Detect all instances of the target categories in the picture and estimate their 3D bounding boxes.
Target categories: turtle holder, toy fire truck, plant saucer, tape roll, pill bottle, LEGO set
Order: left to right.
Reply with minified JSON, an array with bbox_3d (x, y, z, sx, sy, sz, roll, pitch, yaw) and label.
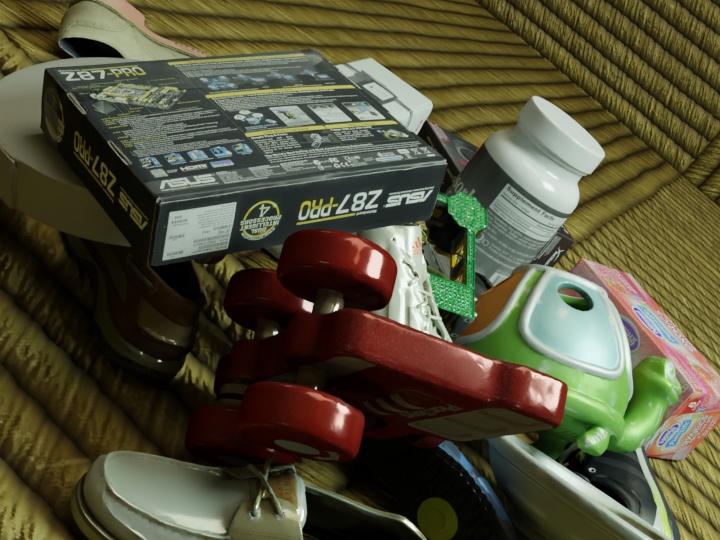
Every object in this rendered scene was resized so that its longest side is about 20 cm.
[{"bbox_3d":[-0.148,-0.083,0.735,0.201,0.037,0.203,10,33,-7],"label":"tape roll"},{"bbox_3d":[0.000,0.000,0.873,0.198,0.116,0.155,12,51,-22],"label":"LEGO set"},{"bbox_3d":[0.001,0.069,0.649,0.167,0.200,0.113,23,67,-21],"label":"toy fire truck"},{"bbox_3d":[0.151,-0.070,1.137,0.115,0.200,0.116,32,22,-15],"label":"pill bottle"},{"bbox_3d":[0.160,0.075,0.870,0.184,0.133,0.141,13,-16,15],"label":"turtle holder"},{"bbox_3d":[0.161,0.182,0.768,0.199,0.050,0.200,33,-1,0],"label":"plant saucer"}]

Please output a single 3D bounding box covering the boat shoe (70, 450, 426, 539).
[{"bbox_3d":[-0.054,0.135,0.600,0.199,0.069,0.075,25,28,-27],"label":"boat shoe"}]

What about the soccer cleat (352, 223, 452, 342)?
[{"bbox_3d":[0.023,0.012,0.748,0.201,0.077,0.069,53,8,4],"label":"soccer cleat"}]

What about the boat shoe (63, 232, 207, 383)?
[{"bbox_3d":[-0.143,-0.015,0.746,0.075,0.074,0.201,19,29,-39],"label":"boat shoe"}]

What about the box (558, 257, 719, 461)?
[{"bbox_3d":[0.284,0.092,1.169,0.102,0.095,0.201,15,32,-43],"label":"box"}]

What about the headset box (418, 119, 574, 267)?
[{"bbox_3d":[0.136,-0.084,1.309,0.199,0.075,0.149,23,27,-34],"label":"headset box"}]

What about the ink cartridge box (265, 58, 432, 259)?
[{"bbox_3d":[-0.025,-0.105,1.009,0.083,0.146,0.200,36,22,7],"label":"ink cartridge box"}]

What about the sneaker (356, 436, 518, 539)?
[{"bbox_3d":[0.046,0.131,0.766,0.200,0.066,0.078,46,21,19],"label":"sneaker"}]

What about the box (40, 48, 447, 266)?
[{"bbox_3d":[-0.072,-0.078,0.677,0.199,0.049,0.161,-12,43,-35],"label":"box"}]

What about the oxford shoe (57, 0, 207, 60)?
[{"bbox_3d":[-0.190,-0.173,1.022,0.199,0.071,0.074,31,48,-18],"label":"oxford shoe"}]

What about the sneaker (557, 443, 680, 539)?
[{"bbox_3d":[0.196,0.165,0.924,0.082,0.072,0.201,20,28,-33],"label":"sneaker"}]

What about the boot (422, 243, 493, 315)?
[{"bbox_3d":[0.096,0.019,1.039,0.157,0.079,0.212,5,49,-43],"label":"boot"}]

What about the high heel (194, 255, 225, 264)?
[{"bbox_3d":[-0.113,-0.065,0.887,0.095,0.068,0.200,0,26,-26],"label":"high heel"}]
